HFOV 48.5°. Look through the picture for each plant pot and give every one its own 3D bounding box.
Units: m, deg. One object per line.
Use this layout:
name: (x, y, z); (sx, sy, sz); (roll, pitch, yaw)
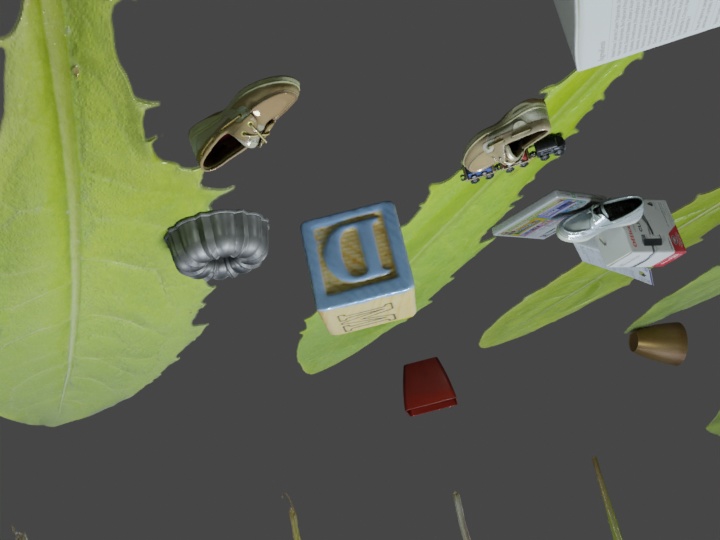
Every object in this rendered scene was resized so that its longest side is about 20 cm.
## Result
plant pot: (1.266, 0.311, 3.428); (0.198, 0.188, 0.187); (3, 159, -6)
plant pot: (0.254, 0.443, 3.073); (0.199, 0.177, 0.200); (-16, 161, 4)

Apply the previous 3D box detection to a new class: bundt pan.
bundt pan: (-0.263, -0.039, 1.498); (0.200, 0.076, 0.202); (-11, 161, -4)

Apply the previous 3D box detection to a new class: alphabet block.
alphabet block: (0.000, 0.000, 1.611); (0.195, 0.197, 0.200); (-12, 160, 2)

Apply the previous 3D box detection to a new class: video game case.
video game case: (0.428, -0.124, 1.811); (0.181, 0.022, 0.200); (2, 157, -38)

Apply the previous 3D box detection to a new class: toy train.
toy train: (0.277, -0.203, 1.461); (0.199, 0.034, 0.046); (-18, 157, 11)

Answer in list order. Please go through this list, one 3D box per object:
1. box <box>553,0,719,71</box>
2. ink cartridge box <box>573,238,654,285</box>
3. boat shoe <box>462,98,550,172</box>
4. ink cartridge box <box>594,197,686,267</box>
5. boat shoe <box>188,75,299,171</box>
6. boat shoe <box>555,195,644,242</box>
box: (0.265, -0.346, 0.783); (0.170, 0.200, 0.200); (-16, 161, 10)
ink cartridge box: (0.652, -0.032, 2.032); (0.199, 0.041, 0.199); (22, 176, 25)
boat shoe: (0.246, -0.213, 1.361); (0.072, 0.065, 0.200); (0, 157, -35)
ink cartridge box: (0.646, -0.088, 1.870); (0.199, 0.145, 0.084); (-2, 156, -31)
boat shoe: (-0.158, -0.201, 1.116); (0.199, 0.067, 0.074); (-27, 157, 34)
boat shoe: (0.528, -0.122, 1.760); (0.199, 0.070, 0.072); (-17, 151, -1)
